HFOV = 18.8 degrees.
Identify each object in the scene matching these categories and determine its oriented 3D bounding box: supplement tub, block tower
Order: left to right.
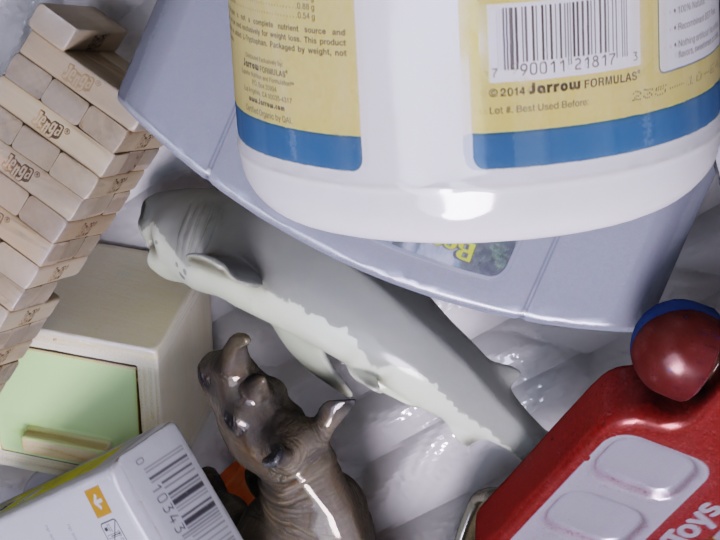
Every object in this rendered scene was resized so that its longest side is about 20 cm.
[{"bbox_3d":[-0.141,-0.002,0.816,0.058,0.054,0.200,35,102,8],"label":"block tower"},{"bbox_3d":[0.030,-0.120,0.621,0.144,0.145,0.201,2,107,17],"label":"supplement tub"}]

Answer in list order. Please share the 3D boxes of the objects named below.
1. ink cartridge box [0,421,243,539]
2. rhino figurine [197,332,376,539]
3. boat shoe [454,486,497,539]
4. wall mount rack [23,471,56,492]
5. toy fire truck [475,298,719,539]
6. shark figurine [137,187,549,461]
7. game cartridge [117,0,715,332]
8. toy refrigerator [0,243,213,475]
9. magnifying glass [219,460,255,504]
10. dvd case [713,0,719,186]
[{"bbox_3d":[-0.088,0.176,0.881,0.200,0.047,0.198,-26,97,52],"label":"ink cartridge box"},{"bbox_3d":[-0.026,0.103,0.862,0.087,0.060,0.201,31,141,43],"label":"rhino figurine"},{"bbox_3d":[0.039,0.186,0.872,0.060,0.202,0.072,24,173,-19],"label":"boat shoe"},{"bbox_3d":[-0.112,0.189,0.988,0.173,0.075,0.200,-26,112,34],"label":"wall mount rack"},{"bbox_3d":[0.150,0.074,0.758,0.167,0.112,0.200,19,139,-15],"label":"toy fire truck"},{"bbox_3d":[0.016,0.007,0.809,0.214,0.090,0.128,31,171,4],"label":"shark figurine"},{"bbox_3d":[0.025,-0.062,0.744,0.199,0.041,0.134,23,97,2],"label":"game cartridge"},{"bbox_3d":[-0.165,0.030,0.896,0.199,0.070,0.076,9,126,12],"label":"toy refrigerator"},{"bbox_3d":[0.018,0.150,0.952,0.200,0.022,0.080,39,128,-12],"label":"magnifying glass"},{"bbox_3d":[0.154,-0.135,0.649,0.150,0.025,0.201,-14,95,26],"label":"dvd case"}]
